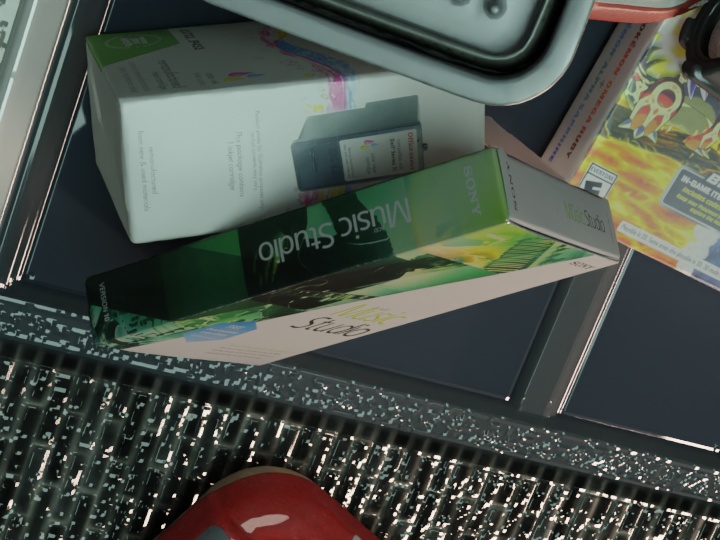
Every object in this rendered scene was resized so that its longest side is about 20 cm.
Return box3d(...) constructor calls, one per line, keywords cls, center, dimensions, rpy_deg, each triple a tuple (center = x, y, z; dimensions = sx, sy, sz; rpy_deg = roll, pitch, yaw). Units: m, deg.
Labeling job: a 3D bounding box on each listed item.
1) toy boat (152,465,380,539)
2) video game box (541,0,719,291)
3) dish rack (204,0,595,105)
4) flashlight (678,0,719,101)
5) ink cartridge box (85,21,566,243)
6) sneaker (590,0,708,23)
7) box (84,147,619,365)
box3d(cls="toy boat", center=(-0.024, 0.205, 0.830), dimensions=(0.130, 0.131, 0.200), rpy_deg=(-43, 116, 5))
box3d(cls="video game box", center=(0.214, -0.077, 0.831), dimensions=(0.200, 0.047, 0.183), rpy_deg=(23, 101, -23))
box3d(cls="dish rack", center=(0.028, -0.179, 0.616), dimensions=(0.171, 0.044, 0.200), rpy_deg=(20, 101, 2))
box3d(cls="flashlight", center=(0.247, -0.073, 0.780), dimensions=(0.200, 0.068, 0.068), rpy_deg=(29, 98, -23))
box3d(cls="ink cartridge box", center=(-0.017, -0.073, 0.726), dimensions=(0.199, 0.117, 0.068), rpy_deg=(-8, 113, -15))
box3d(cls="sneaker", center=(0.071, -0.178, 0.721), dimensions=(0.200, 0.078, 0.116), rpy_deg=(3, 76, -33))
box3d(cls="box", center=(0.000, 0.000, 0.712), dimensions=(0.200, 0.144, 0.036), rpy_deg=(-18, 76, 24))
